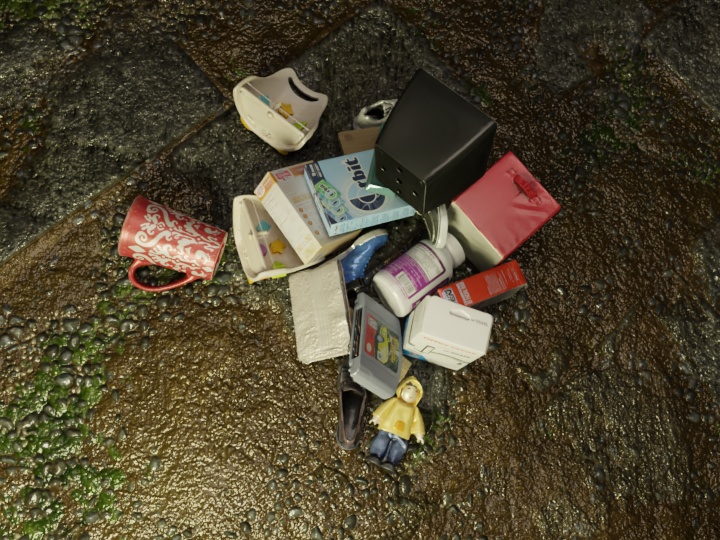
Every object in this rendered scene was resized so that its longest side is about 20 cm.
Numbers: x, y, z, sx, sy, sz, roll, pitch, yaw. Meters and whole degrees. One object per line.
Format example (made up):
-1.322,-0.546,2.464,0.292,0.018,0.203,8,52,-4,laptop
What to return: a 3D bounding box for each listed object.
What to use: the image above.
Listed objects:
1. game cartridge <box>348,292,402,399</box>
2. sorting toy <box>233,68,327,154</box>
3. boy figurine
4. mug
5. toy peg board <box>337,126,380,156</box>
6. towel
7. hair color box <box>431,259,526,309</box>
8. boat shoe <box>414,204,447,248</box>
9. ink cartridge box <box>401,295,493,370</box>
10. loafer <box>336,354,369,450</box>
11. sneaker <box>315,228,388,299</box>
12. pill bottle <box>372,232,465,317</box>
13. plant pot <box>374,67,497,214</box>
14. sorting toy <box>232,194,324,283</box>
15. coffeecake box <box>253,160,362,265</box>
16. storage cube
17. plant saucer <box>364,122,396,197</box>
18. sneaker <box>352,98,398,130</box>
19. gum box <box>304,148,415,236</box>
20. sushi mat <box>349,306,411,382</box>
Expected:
0.035,0.159,1.418,0.133,0.040,0.202,40,40,-36,game cartridge
-0.169,-0.386,1.579,0.199,0.107,0.181,37,62,1,sorting toy
0.085,0.320,1.422,0.123,0.065,0.202,26,74,3,boy figurine
-0.399,-0.047,1.445,0.197,0.179,0.134,18,35,-7,mug
0.060,-0.229,1.581,0.196,0.098,0.202,-10,59,-13,toy peg board
-0.086,0.089,1.433,0.131,0.034,0.204,-17,74,22,towel
0.256,0.050,1.504,0.197,0.111,0.065,-21,76,-15,hair color box
0.145,-0.144,1.467,0.062,0.071,0.204,-3,74,-13,boat shoe
0.174,0.135,1.418,0.144,0.200,0.086,17,71,-3,ink cartridge box
-0.014,0.270,1.418,0.070,0.063,0.204,6,70,-4,loafer
0.000,0.000,1.495,0.198,0.077,0.112,-33,74,-12,sneaker
0.133,0.003,1.499,0.199,0.112,0.113,-35,81,-17,pill bottle
0.133,-0.239,1.366,0.199,0.201,0.178,40,76,16,plant pot
-0.174,-0.062,1.485,0.177,0.107,0.202,-9,62,-26,sorting toy
-0.113,-0.131,1.486,0.153,0.073,0.201,-25,76,-49,coffeecake box
0.306,-0.123,1.523,0.179,0.200,0.171,-40,83,-11,storage cube
0.061,-0.246,1.474,0.069,0.019,0.202,13,55,-1,plant saucer
0.079,-0.378,1.624,0.197,0.081,0.076,-20,75,-16,sneaker
-0.002,-0.174,1.454,0.197,0.045,0.172,-15,61,-17,gum box
0.017,0.167,1.465,0.200,0.012,0.096,43,46,5,sushi mat
